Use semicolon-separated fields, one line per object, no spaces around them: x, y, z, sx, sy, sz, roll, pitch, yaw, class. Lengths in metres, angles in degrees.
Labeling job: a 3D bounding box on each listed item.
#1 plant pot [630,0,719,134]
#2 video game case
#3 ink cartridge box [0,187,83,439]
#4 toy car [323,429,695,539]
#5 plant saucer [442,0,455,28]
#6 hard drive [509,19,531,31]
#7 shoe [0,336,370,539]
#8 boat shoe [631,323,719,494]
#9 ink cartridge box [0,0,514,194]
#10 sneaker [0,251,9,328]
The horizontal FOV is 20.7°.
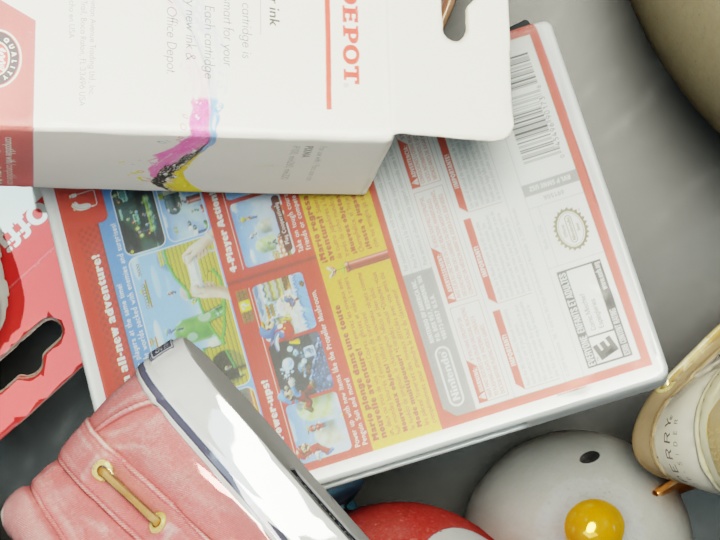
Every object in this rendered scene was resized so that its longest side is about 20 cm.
0.176;-0.136;0.768;0.134;0.200;0.201;30;91;39;plant pot
-0.005;0.003;0.713;0.199;0.017;0.143;-17;72;2;video game case
-0.188;-0.026;0.829;0.116;0.067;0.200;-41;88;2;ink cartridge box
0.067;0.119;0.775;0.200;0.177;0.185;-31;76;-10;toy car
-0.053;-0.148;0.841;0.199;0.032;0.201;0;90;2;plant saucer
0.000;0.000;0.793;0.200;0.033;0.140;-26;132;0;hard drive
-0.030;0.124;0.649;0.091;0.071;0.200;-42;79;1;shoe
0.182;0.027;0.783;0.200;0.069;0.074;-27;103;-37;boat shoe
-0.051;-0.090;0.688;0.199;0.068;0.117;2;74;-9;ink cartridge box
-0.208;-0.047;0.757;0.076;0.081;0.200;-33;90;0;sneaker
